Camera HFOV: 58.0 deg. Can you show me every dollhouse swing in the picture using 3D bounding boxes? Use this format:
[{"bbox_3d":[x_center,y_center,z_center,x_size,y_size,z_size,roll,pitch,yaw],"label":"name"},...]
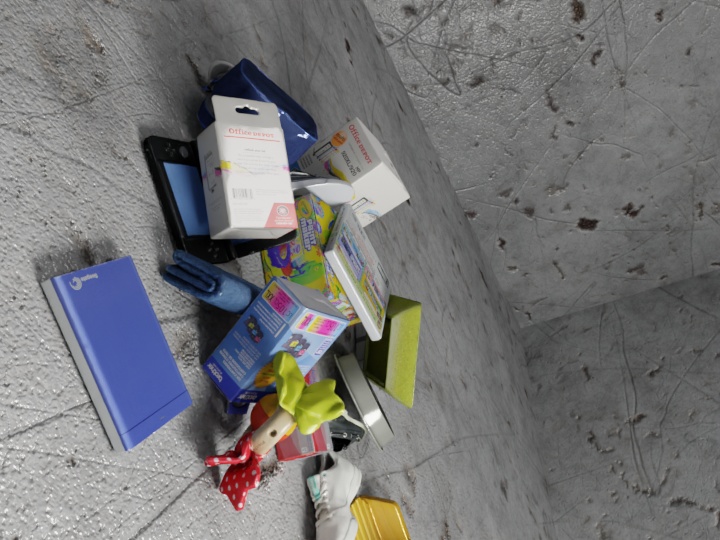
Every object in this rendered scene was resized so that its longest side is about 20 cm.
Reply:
[{"bbox_3d":[0.072,0.471,1.078,0.200,0.176,0.182,-13,84,-69],"label":"dollhouse swing"}]

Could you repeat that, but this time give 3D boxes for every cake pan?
[{"bbox_3d":[0.010,0.242,1.229,0.200,0.037,0.200,63,-2,5],"label":"cake pan"}]

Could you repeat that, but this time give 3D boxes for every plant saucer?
[{"bbox_3d":[0.053,0.150,1.282,0.200,0.048,0.200,-169,-97,-73],"label":"plant saucer"}]

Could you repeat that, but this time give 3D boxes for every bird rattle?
[{"bbox_3d":[-0.114,0.210,0.859,0.113,0.200,0.163,36,-2,-3],"label":"bird rattle"}]

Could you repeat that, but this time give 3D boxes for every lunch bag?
[{"bbox_3d":[-0.186,-0.255,1.118,0.200,0.132,0.136,39,19,-23],"label":"lunch bag"}]

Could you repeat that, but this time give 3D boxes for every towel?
[{"bbox_3d":[-0.183,0.034,0.931,0.049,0.112,0.200,-62,153,-4],"label":"towel"}]

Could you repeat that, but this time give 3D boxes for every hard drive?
[{"bbox_3d":[-0.273,0.089,0.748,0.200,0.025,0.132,69,20,-5],"label":"hard drive"}]

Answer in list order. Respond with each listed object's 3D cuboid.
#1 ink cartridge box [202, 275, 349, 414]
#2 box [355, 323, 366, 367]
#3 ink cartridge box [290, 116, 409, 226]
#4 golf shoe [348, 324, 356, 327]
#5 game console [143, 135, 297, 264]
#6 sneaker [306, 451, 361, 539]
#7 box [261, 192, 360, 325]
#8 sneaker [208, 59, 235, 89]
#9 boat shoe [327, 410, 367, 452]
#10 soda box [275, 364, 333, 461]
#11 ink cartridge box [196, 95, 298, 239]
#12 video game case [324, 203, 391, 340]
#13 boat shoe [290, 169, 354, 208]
[{"bbox_3d":[-0.127,0.116,0.923,0.076,0.200,0.136,45,9,27],"label":"ink cartridge box"},{"bbox_3d":[0.038,0.158,1.490,0.156,0.041,0.200,52,26,-43],"label":"box"},{"bbox_3d":[-0.031,-0.182,1.348,0.145,0.200,0.147,39,22,-55],"label":"ink cartridge box"},{"bbox_3d":[-0.024,0.017,1.335,0.092,0.073,0.200,14,81,-66],"label":"golf shoe"},{"bbox_3d":[-0.208,-0.121,0.987,0.200,0.116,0.176,71,19,3],"label":"game console"},{"bbox_3d":[-0.053,0.365,1.026,0.089,0.075,0.200,50,19,-18],"label":"sneaker"},{"bbox_3d":[-0.080,-0.007,1.208,0.193,0.122,0.200,31,44,-61],"label":"box"},{"bbox_3d":[-0.228,-0.329,1.229,0.082,0.075,0.200,65,8,32],"label":"sneaker"},{"bbox_3d":[-0.041,0.279,1.124,0.199,0.074,0.066,66,40,-63],"label":"boat shoe"},{"bbox_3d":[-0.103,0.194,1.031,0.063,0.070,0.200,25,48,-62],"label":"soda box"},{"bbox_3d":[-0.172,-0.151,0.970,0.116,0.067,0.200,-2,79,-39],"label":"ink cartridge box"},{"bbox_3d":[0.000,0.000,1.204,0.200,0.022,0.182,62,22,-25],"label":"video game case"},{"bbox_3d":[-0.112,-0.156,1.208,0.072,0.200,0.068,104,-25,-51],"label":"boat shoe"}]
